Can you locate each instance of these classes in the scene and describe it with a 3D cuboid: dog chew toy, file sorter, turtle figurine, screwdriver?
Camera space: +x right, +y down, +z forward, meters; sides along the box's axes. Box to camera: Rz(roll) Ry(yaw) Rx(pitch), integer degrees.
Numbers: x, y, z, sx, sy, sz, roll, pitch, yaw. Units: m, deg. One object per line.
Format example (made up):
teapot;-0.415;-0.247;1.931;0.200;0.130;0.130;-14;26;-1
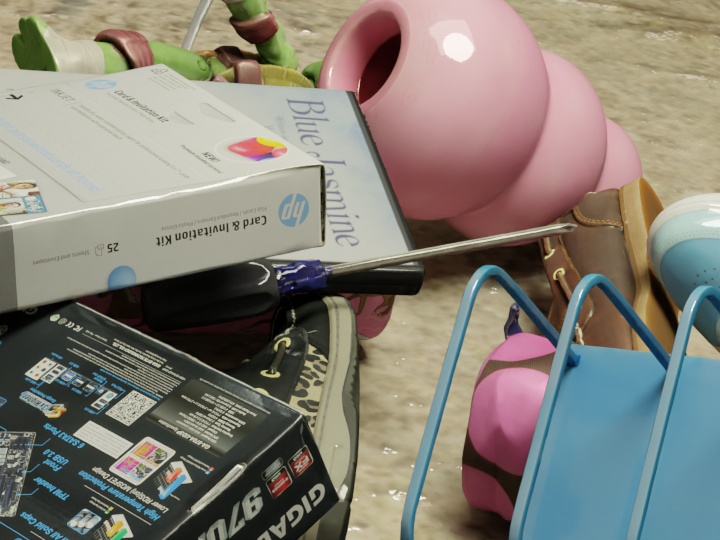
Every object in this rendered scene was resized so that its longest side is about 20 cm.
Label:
dog chew toy;0.071;-0.069;1.350;0.199;0.125;0.125;28;14;-37
file sorter;0.132;0.081;0.976;0.199;0.140;0.123;5;-23;30
turtle figurine;-0.106;-0.125;1.381;0.193;0.201;0.144;-12;1;-32
screwdriver;0.000;0.000;1.138;0.199;0.029;0.028;-9;65;-14

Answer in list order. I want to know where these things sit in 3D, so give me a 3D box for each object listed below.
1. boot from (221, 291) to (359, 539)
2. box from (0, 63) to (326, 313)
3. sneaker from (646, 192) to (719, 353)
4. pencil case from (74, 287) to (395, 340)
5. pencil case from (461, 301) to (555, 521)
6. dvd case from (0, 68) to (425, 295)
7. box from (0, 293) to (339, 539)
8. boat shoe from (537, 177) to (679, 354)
boot;-0.079;0.060;1.111;0.153;0.074;0.204;6;26;-5
box;-0.138;-0.034;1.066;0.199;0.041;0.156;-14;26;-27
sneaker;0.209;0.051;1.191;0.199;0.080;0.131;36;32;0
pencil case;-0.077;-0.006;1.226;0.199;0.083;0.087;1;49;-21
pencil case;0.144;0.076;1.104;0.199;0.091;0.094;12;20;30
dvd case;-0.080;-0.042;1.187;0.199;0.018;0.143;2;39;-20
box;-0.130;0.086;0.955;0.159;0.046;0.199;-41;40;-25
boat shoe;0.123;0.035;1.254;0.070;0.071;0.201;-21;32;15
